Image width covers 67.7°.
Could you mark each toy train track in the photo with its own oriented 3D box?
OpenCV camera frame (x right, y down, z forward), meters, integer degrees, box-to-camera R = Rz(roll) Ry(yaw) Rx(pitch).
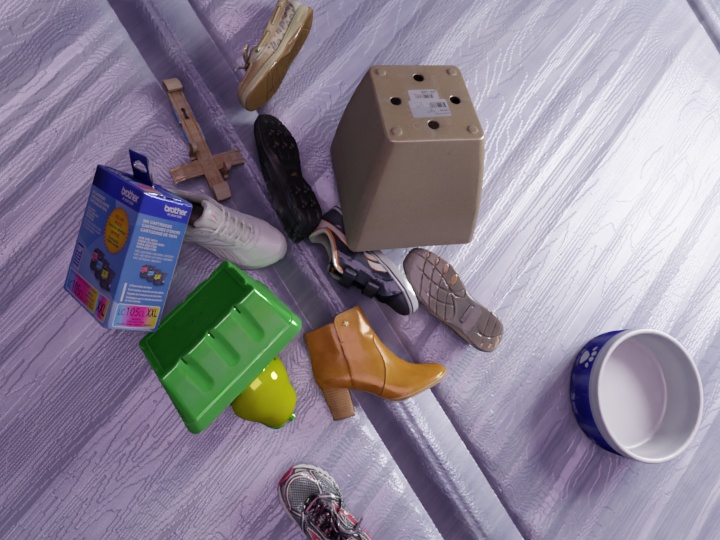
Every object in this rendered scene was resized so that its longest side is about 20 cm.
[{"bbox_3d":[-0.240,-0.198,0.789,0.112,0.032,0.205,-23,82,-30],"label":"toy train track"}]

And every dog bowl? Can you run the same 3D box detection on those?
[{"bbox_3d":[0.446,0.199,0.873,0.192,0.079,0.209,2,82,-12],"label":"dog bowl"}]

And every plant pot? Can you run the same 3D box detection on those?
[{"bbox_3d":[0.071,-0.170,0.756,0.192,0.179,0.206,-4,58,-12],"label":"plant pot"}]

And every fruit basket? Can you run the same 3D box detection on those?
[{"bbox_3d":[-0.169,0.125,0.741,0.211,0.154,0.223,-22,127,-32],"label":"fruit basket"}]

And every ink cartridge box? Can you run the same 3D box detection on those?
[{"bbox_3d":[-0.296,-0.045,0.689,0.134,0.075,0.207,24,96,36],"label":"ink cartridge box"}]

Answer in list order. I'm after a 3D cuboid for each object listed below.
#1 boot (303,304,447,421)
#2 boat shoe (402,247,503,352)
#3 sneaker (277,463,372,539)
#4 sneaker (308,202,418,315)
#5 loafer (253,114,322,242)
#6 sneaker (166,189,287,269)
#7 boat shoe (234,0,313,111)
[{"bbox_3d":[0.023,0.121,0.796,0.194,0.071,0.149,-17,89,-8],"label":"boot"},{"bbox_3d":[0.133,0.049,0.829,0.075,0.073,0.200,-45,98,-10],"label":"boat shoe"},{"bbox_3d":[-0.037,0.357,0.752,0.081,0.075,0.201,-43,92,-14],"label":"sneaker"},{"bbox_3d":[0.000,0.000,0.805,0.079,0.079,0.201,-37,80,-19],"label":"sneaker"},{"bbox_3d":[-0.119,-0.139,0.801,0.067,0.070,0.206,-7,67,-42],"label":"loafer"},{"bbox_3d":[-0.197,-0.058,0.757,0.193,0.099,0.081,16,78,-9],"label":"sneaker"},{"bbox_3d":[-0.140,-0.333,0.825,0.061,0.074,0.204,27,68,-1],"label":"boat shoe"}]
